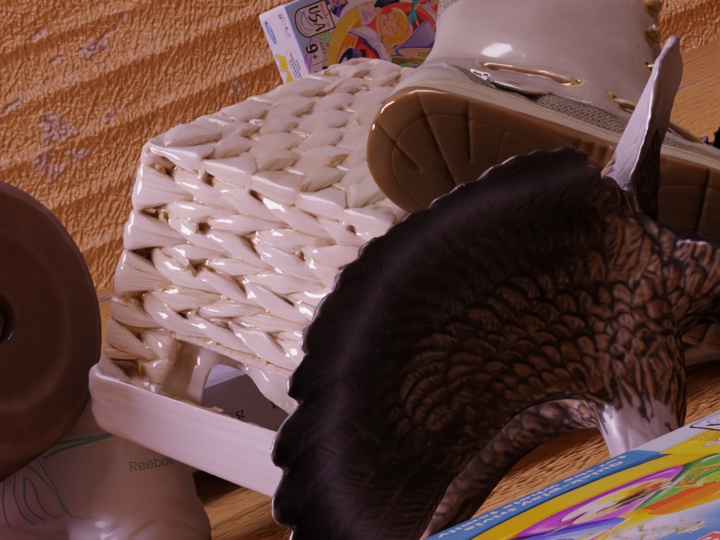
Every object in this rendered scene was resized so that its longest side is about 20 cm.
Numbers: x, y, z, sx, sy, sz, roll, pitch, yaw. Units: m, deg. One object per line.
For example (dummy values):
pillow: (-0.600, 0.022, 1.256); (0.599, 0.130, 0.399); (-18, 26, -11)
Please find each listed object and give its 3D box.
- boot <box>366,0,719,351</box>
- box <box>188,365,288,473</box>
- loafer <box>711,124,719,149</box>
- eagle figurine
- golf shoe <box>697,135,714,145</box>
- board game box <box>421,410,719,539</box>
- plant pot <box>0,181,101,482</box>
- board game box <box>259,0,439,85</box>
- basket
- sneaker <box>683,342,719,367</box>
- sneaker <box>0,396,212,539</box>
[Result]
boot: (0.111, -0.049, 1.084); (0.200, 0.072, 0.155); (22, 30, 1)
box: (-0.059, 0.064, 1.401); (0.200, 0.041, 0.156); (-18, 2, -39)
loafer: (0.193, -0.063, 1.196); (0.200, 0.073, 0.071); (113, 174, -54)
eagle figurine: (0.056, 0.030, 0.862); (0.200, 0.152, 0.151); (-16, 25, -5)
golf shoe: (0.192, -0.027, 1.337); (0.200, 0.077, 0.088); (-19, -16, -8)
board game box: (0.076, 0.079, 0.662); (0.151, 0.047, 0.200); (-22, 5, -14)
plant pot: (-0.204, 0.031, 1.147); (0.175, 0.200, 0.200); (-14, 8, 43)
board game box: (0.050, -0.052, 1.334); (0.134, 0.200, 0.034); (-23, 5, -22)
basket: (0.000, 0.000, 1.142); (0.135, 0.124, 0.200); (19, 24, 23)
sneaker: (0.127, 0.008, 1.168); (0.088, 0.075, 0.200); (-35, 11, -20)
sneaker: (-0.120, 0.082, 1.226); (0.070, 0.080, 0.200); (-11, 3, -27)
